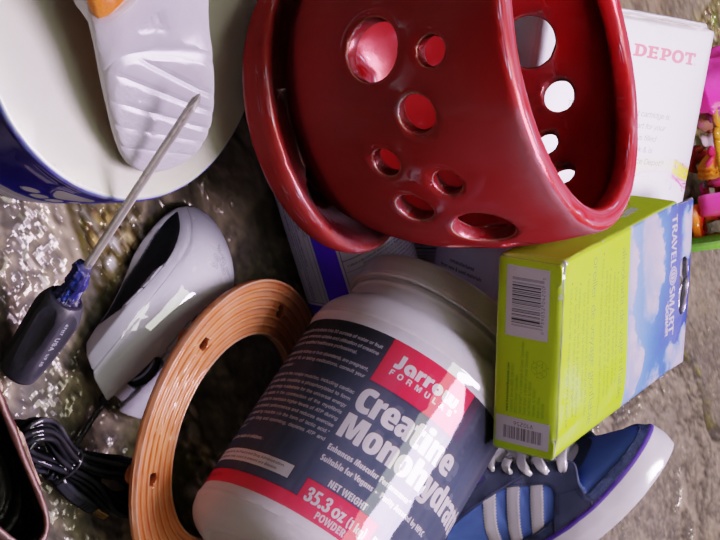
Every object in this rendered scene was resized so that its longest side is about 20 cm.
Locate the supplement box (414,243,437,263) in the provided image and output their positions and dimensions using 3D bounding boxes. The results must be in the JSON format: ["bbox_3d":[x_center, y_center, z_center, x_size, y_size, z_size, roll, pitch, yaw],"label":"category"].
[{"bbox_3d":[0.088,0.019,1.093,0.126,0.073,0.201,4,88,-50],"label":"supplement box"}]

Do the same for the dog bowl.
[{"bbox_3d":[-0.150,-0.136,0.801,0.200,0.079,0.201,-6,97,-49],"label":"dog bowl"}]

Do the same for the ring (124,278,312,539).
[{"bbox_3d":[-0.084,0.101,0.906,0.200,0.019,0.201,-40,138,-50],"label":"ring"}]

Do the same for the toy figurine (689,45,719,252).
[{"bbox_3d":[0.333,-0.113,1.348,0.200,0.150,0.185,-6,88,-71],"label":"toy figurine"}]

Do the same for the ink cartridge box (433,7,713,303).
[{"bbox_3d":[0.145,-0.080,0.993,0.145,0.087,0.201,3,102,-29],"label":"ink cartridge box"}]

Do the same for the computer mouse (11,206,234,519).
[{"bbox_3d":[-0.126,0.047,0.870,0.110,0.044,0.200,47,59,-39],"label":"computer mouse"}]

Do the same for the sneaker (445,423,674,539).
[{"bbox_3d":[0.088,0.124,0.969,0.147,0.200,0.081,47,31,-3],"label":"sneaker"}]

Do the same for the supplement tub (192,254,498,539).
[{"bbox_3d":[0.004,0.105,0.886,0.200,0.140,0.140,-57,132,-22],"label":"supplement tub"}]

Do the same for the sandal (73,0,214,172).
[{"bbox_3d":[-0.118,-0.149,0.740,0.079,0.059,0.207,-18,128,-30],"label":"sandal"}]

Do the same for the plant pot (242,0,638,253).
[{"bbox_3d":[0.042,-0.109,0.835,0.200,0.182,0.201,25,62,-59],"label":"plant pot"}]

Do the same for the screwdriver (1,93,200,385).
[{"bbox_3d":[-0.141,-0.016,0.777,0.029,0.028,0.200,21,117,-23],"label":"screwdriver"}]

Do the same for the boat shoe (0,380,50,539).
[{"bbox_3d":[-0.216,0.060,0.748,0.070,0.070,0.200,-42,122,-35],"label":"boat shoe"}]

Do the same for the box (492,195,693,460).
[{"bbox_3d":[0.148,0.026,0.907,0.200,0.048,0.122,-23,118,-54],"label":"box"}]

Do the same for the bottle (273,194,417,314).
[{"bbox_3d":[0.000,0.000,0.996,0.083,0.065,0.201,-35,119,-36],"label":"bottle"}]
